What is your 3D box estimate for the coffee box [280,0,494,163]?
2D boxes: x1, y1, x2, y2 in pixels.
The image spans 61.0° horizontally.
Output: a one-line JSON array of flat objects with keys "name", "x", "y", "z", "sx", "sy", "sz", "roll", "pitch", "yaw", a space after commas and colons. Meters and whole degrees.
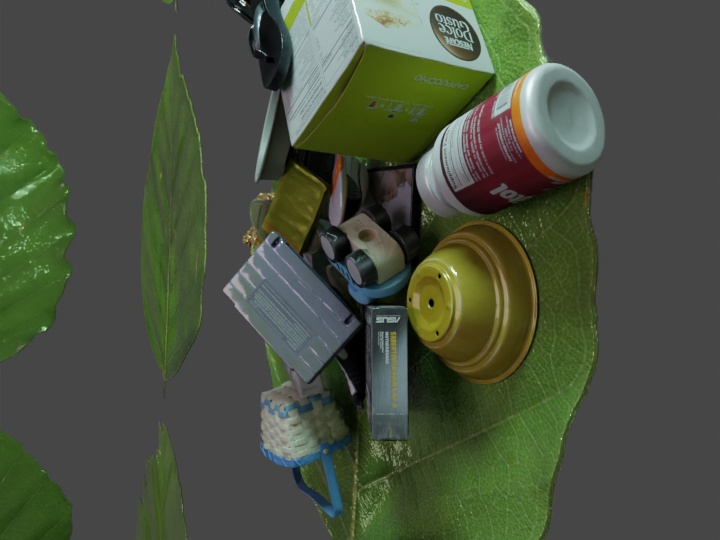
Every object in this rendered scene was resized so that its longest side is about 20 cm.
[{"name": "coffee box", "x": 0.019, "y": -0.284, "z": 0.793, "sx": 0.200, "sy": 0.196, "sz": 0.201, "roll": -40, "pitch": 57, "yaw": 51}]

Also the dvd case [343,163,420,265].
[{"name": "dvd case", "x": 0.028, "y": -0.087, "z": 0.951, "sx": 0.199, "sy": 0.017, "sz": 0.146, "roll": 9, "pitch": 98, "yaw": 59}]

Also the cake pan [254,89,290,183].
[{"name": "cake pan", "x": -0.129, "y": -0.234, "z": 0.968, "sx": 0.200, "sy": 0.036, "sz": 0.204, "roll": -168, "pitch": 90, "yaw": -76}]

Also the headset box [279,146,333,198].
[{"name": "headset box", "x": -0.090, "y": -0.208, "z": 1.037, "sx": 0.201, "sy": 0.073, "sz": 0.151, "roll": -111, "pitch": 32, "yaw": -65}]

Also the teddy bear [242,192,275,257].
[{"name": "teddy bear", "x": -0.203, "y": -0.062, "z": 1.289, "sx": 0.145, "sy": 0.066, "sz": 0.203, "roll": 48, "pitch": 130, "yaw": 45}]

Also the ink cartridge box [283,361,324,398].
[{"name": "ink cartridge box", "x": -0.114, "y": 0.101, "z": 1.038, "sx": 0.200, "sy": 0.044, "sz": 0.180, "roll": -162, "pitch": 60, "yaw": -75}]

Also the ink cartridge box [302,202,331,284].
[{"name": "ink cartridge box", "x": -0.095, "y": -0.033, "z": 1.130, "sx": 0.093, "sy": 0.044, "sz": 0.204, "roll": -15, "pitch": 77, "yaw": 56}]

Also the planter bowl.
[{"name": "planter bowl", "x": 0.113, "y": 0.039, "z": 0.746, "sx": 0.199, "sy": 0.082, "sz": 0.205, "roll": -2, "pitch": 88, "yaw": 59}]

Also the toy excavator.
[{"name": "toy excavator", "x": 0.000, "y": 0.000, "z": 0.910, "sx": 0.194, "sy": 0.099, "sz": 0.202, "roll": 43, "pitch": 153, "yaw": 39}]

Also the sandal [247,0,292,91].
[{"name": "sandal", "x": -0.133, "y": -0.323, "z": 0.816, "sx": 0.076, "sy": 0.042, "sz": 0.204, "roll": -45, "pitch": 51, "yaw": 49}]

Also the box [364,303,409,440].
[{"name": "box", "x": 0.033, "y": 0.127, "z": 0.828, "sx": 0.200, "sy": 0.047, "sz": 0.162, "roll": 120, "pitch": 149, "yaw": -87}]

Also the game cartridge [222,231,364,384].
[{"name": "game cartridge", "x": -0.104, "y": 0.056, "z": 0.923, "sx": 0.200, "sy": 0.038, "sz": 0.130, "roll": 45, "pitch": 102, "yaw": 13}]

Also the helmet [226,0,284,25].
[{"name": "helmet", "x": -0.114, "y": -0.485, "z": 1.027, "sx": 0.200, "sy": 0.188, "sz": 0.203, "roll": -155, "pitch": 90, "yaw": -85}]

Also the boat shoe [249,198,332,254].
[{"name": "boat shoe", "x": -0.114, "y": -0.077, "z": 1.062, "sx": 0.198, "sy": 0.068, "sz": 0.076, "roll": 27, "pitch": 118, "yaw": 37}]

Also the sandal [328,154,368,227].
[{"name": "sandal", "x": -0.015, "y": -0.146, "z": 0.956, "sx": 0.209, "sy": 0.058, "sz": 0.080, "roll": -92, "pitch": 15, "yaw": -49}]

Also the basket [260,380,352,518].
[{"name": "basket", "x": -0.089, "y": 0.296, "z": 1.032, "sx": 0.175, "sy": 0.137, "sz": 0.204, "roll": 3, "pitch": 102, "yaw": 59}]

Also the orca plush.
[{"name": "orca plush", "x": -0.015, "y": 0.113, "z": 0.951, "sx": 0.070, "sy": 0.104, "sz": 0.204, "roll": -18, "pitch": 81, "yaw": 38}]

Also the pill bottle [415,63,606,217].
[{"name": "pill bottle", "x": 0.150, "y": -0.125, "z": 0.658, "sx": 0.199, "sy": 0.111, "sz": 0.115, "roll": -22, "pitch": 71, "yaw": 58}]

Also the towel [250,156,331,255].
[{"name": "towel", "x": -0.117, "y": -0.076, "z": 0.985, "sx": 0.085, "sy": 0.018, "sz": 0.202, "roll": 35, "pitch": 125, "yaw": 9}]
